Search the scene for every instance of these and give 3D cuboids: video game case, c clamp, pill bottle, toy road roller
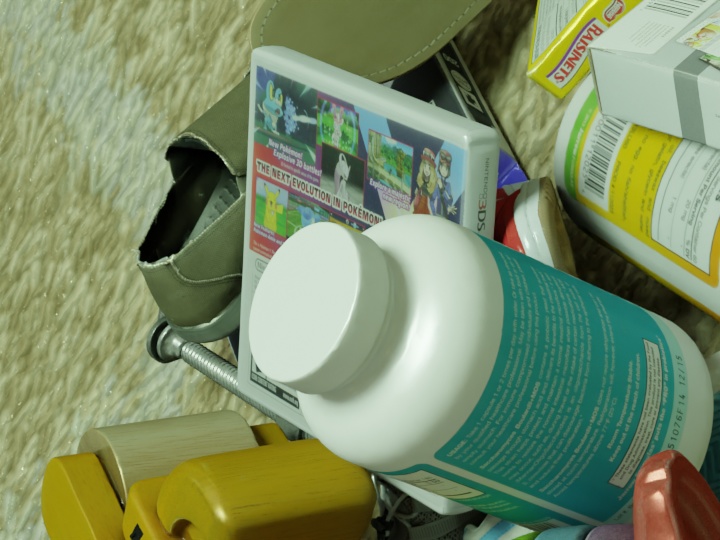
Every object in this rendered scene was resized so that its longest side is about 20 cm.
[{"bbox_3d":[0.000,0.000,1.365,0.200,0.023,0.182,27,119,55],"label":"video game case"},{"bbox_3d":[-0.056,0.039,1.525,0.200,0.027,0.171,38,101,47],"label":"c clamp"},{"bbox_3d":[0.049,0.043,1.217,0.111,0.200,0.111,-26,53,40],"label":"pill bottle"},{"bbox_3d":[-0.061,0.122,1.370,0.200,0.123,0.146,58,144,40],"label":"toy road roller"},{"bbox_3d":[0.186,-0.027,1.285,0.200,0.111,0.111,37,101,49],"label":"pill bottle"}]

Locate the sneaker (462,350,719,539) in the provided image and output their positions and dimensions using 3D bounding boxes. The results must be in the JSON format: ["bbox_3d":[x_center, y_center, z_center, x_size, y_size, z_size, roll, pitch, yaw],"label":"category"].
[{"bbox_3d":[0.120,0.096,1.329,0.200,0.076,0.081,-46,43,21],"label":"sneaker"}]

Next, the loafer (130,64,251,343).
[{"bbox_3d":[-0.059,-0.060,1.520,0.075,0.070,0.200,5,64,42],"label":"loafer"}]

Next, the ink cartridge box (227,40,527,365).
[{"bbox_3d":[-0.005,-0.033,1.556,0.198,0.043,0.200,-47,45,23],"label":"ink cartridge box"}]

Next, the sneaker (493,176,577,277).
[{"bbox_3d":[0.044,-0.003,1.367,0.200,0.112,0.071,-93,-9,-87],"label":"sneaker"}]

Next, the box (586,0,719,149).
[{"bbox_3d":[0.225,-0.100,1.240,0.200,0.041,0.156,19,47,40],"label":"box"}]

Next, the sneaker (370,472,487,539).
[{"bbox_3d":[0.027,0.120,1.413,0.075,0.082,0.200,24,93,51],"label":"sneaker"}]

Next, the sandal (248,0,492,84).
[{"bbox_3d":[0.031,-0.154,1.516,0.212,0.078,0.070,-34,1,-14],"label":"sandal"}]

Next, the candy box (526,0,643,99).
[{"bbox_3d":[0.126,-0.155,1.399,0.102,0.026,0.200,-51,8,20],"label":"candy box"}]

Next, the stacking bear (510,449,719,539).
[{"bbox_3d":[0.062,0.167,1.212,0.200,0.114,0.122,-15,57,23],"label":"stacking bear"}]
